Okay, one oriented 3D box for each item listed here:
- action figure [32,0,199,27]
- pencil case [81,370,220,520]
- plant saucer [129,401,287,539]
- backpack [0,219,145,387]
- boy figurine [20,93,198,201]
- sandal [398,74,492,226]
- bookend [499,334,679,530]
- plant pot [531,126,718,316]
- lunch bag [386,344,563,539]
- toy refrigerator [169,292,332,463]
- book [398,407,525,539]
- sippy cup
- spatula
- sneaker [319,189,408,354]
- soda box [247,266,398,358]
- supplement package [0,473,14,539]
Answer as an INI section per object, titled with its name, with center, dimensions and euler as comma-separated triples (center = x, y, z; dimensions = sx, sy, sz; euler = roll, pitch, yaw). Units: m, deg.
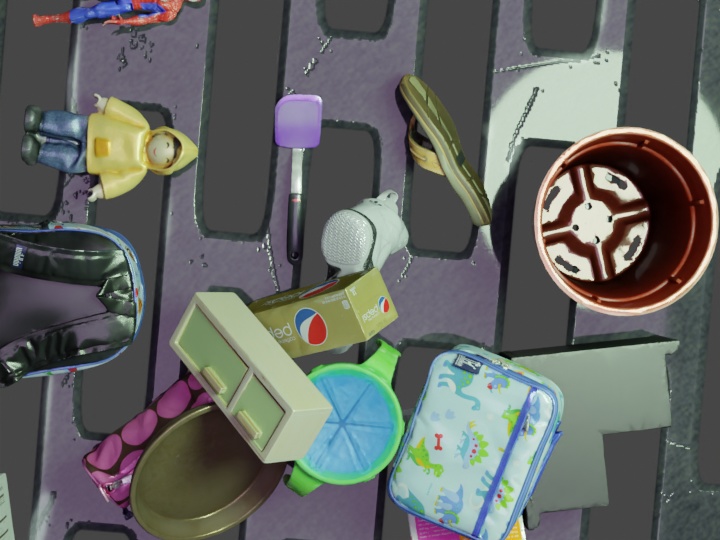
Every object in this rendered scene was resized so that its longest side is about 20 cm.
[action figure]
center = -0.283, -0.317, 1.681
dimensions = 0.198, 0.052, 0.066
euler = -5, 88, -4
[pencil case]
center = -0.225, 0.190, 1.671
dimensions = 0.200, 0.094, 0.091
euler = -42, 92, -1
[plant saucer]
center = -0.175, 0.226, 1.652
dimensions = 0.199, 0.029, 0.201
euler = -18, 131, -22
[backpack]
center = -0.340, 0.032, 1.635
dimensions = 0.189, 0.154, 0.202
euler = -2, 99, 5
[boy figurine]
center = -0.291, -0.140, 1.676
dimensions = 0.199, 0.064, 0.125
euler = 9, 88, 1
[sandal]
center = 0.091, -0.135, 1.690
dimensions = 0.054, 0.080, 0.201
euler = -26, 97, 20
[bookend]
center = 0.275, 0.186, 1.686
dimensions = 0.198, 0.092, 0.200
euler = -7, 91, -2
[plant pot]
center = 0.281, -0.053, 1.631
dimensions = 0.199, 0.195, 0.202
euler = 0, 91, -2
[lunch bag]
center = 0.132, 0.194, 1.609
dimensions = 0.160, 0.082, 0.201
euler = 24, 99, 13
[toy refrigerator]
center = -0.125, 0.115, 1.582
dimensions = 0.200, 0.070, 0.076
euler = 47, 118, 32
[book]
center = 0.116, 0.256, 1.682
dimensions = 0.133, 0.048, 0.201
euler = -7, 73, -1
[sippy cup]
center = -0.021, 0.169, 1.658
dimensions = 0.177, 0.130, 0.140
euler = -20, 92, -1
[spatula]
center = -0.076, -0.107, 1.704
dimensions = 0.056, 0.021, 0.202
euler = 2, 92, -4
[sneaker]
center = 0.000, 0.000, 1.679
dimensions = 0.075, 0.115, 0.201
euler = 27, 129, 21
[soda box]
center = -0.059, 0.056, 1.627
dimensions = 0.199, 0.068, 0.064
euler = -17, 102, 41
[supplement package]
center = -0.461, 0.346, 1.658
dimensions = 0.113, 0.110, 0.202
euler = -7, 92, -2
